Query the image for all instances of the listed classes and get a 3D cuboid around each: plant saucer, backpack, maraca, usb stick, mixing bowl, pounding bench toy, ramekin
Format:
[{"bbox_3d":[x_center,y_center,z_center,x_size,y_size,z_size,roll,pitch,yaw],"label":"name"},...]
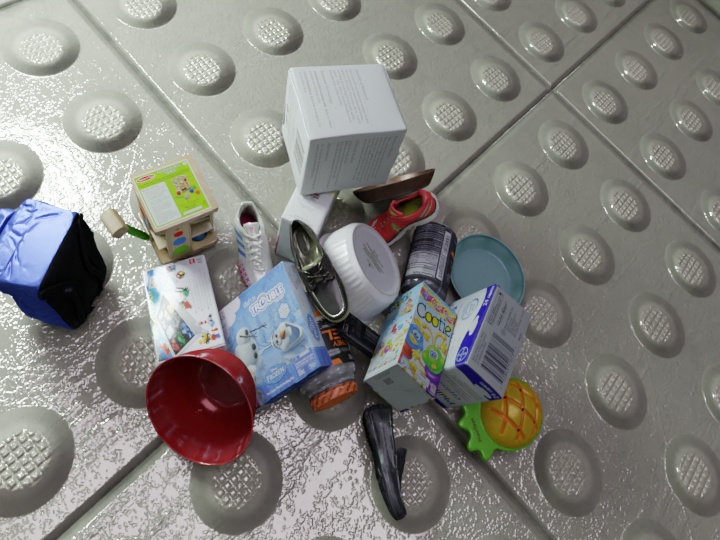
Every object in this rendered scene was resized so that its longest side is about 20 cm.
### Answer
[{"bbox_3d":[0.078,-0.188,1.208,0.194,0.199,0.036,-21,103,-23],"label":"plant saucer"},{"bbox_3d":[0.289,0.014,1.247,0.192,0.036,0.208,6,65,-13],"label":"plant saucer"},{"bbox_3d":[-0.537,-0.007,0.920,0.162,0.202,0.167,17,63,4],"label":"backpack"},{"bbox_3d":[0.283,0.294,1.071,0.194,0.108,0.141,-17,71,-22],"label":"maraca"},{"bbox_3d":[0.023,0.146,1.048,0.199,0.032,0.057,41,44,-37],"label":"usb stick"},{"bbox_3d":[-0.254,0.214,0.922,0.196,0.204,0.109,31,23,1],"label":"mixing bowl"},{"bbox_3d":[-0.387,-0.095,1.028,0.196,0.157,0.127,-27,75,-25],"label":"pounding bench toy"},{"bbox_3d":[0.000,0.000,1.078,0.201,0.093,0.208,37,37,-35],"label":"ramekin"}]

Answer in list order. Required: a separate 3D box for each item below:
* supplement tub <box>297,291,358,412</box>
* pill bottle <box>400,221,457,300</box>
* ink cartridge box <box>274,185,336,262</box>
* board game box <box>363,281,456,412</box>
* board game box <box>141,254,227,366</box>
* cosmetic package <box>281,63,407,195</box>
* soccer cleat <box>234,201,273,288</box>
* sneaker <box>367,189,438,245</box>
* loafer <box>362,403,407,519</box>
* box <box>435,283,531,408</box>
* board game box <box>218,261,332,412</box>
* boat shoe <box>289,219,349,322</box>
[{"bbox_3d":[-0.083,0.153,1.021,0.119,0.123,0.206,-17,71,-22],"label":"supplement tub"},{"bbox_3d":[0.146,0.006,1.168,0.103,0.107,0.206,20,62,-6],"label":"pill bottle"},{"bbox_3d":[-0.104,-0.136,1.139,0.081,0.146,0.205,23,60,-3],"label":"ink cartridge box"},{"bbox_3d":[0.099,0.144,1.019,0.102,0.104,0.203,40,46,-16],"label":"board game box"},{"bbox_3d":[-0.333,0.075,1.007,0.122,0.035,0.205,-15,61,-14],"label":"board game box"},{"bbox_3d":[-0.039,-0.274,1.045,0.193,0.169,0.172,-10,65,-20],"label":"cosmetic package"},{"bbox_3d":[-0.220,-0.045,1.094,0.067,0.087,0.206,-12,69,-21],"label":"soccer cleat"},{"bbox_3d":[0.075,-0.121,1.172,0.084,0.196,0.079,26,39,-56],"label":"sneaker"},{"bbox_3d":[0.057,0.352,0.999,0.068,0.069,0.207,-10,65,-10],"label":"loafer"},{"bbox_3d":[0.214,0.153,1.057,0.104,0.199,0.187,37,60,-10],"label":"box"},{"bbox_3d":[-0.165,0.125,0.979,0.043,0.197,0.204,8,52,-57],"label":"board game box"},{"bbox_3d":[-0.084,-0.001,0.974,0.070,0.066,0.206,-28,73,4],"label":"boat shoe"}]
